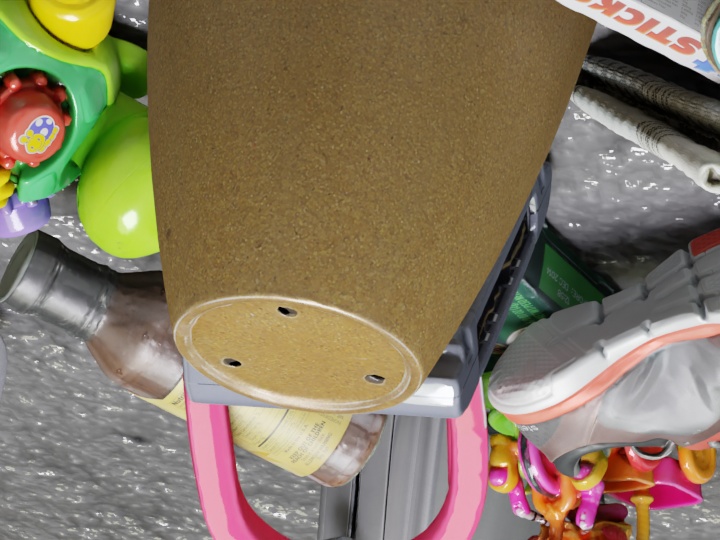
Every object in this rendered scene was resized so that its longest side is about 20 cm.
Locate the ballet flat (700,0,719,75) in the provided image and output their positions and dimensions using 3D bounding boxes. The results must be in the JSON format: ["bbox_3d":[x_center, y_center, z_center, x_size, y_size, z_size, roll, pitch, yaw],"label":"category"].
[{"bbox_3d":[0.212,-0.119,0.786,0.200,0.071,0.071,-25,137,31],"label":"ballet flat"}]

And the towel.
[{"bbox_3d":[0.192,-0.027,0.908,0.192,0.035,0.200,22,-174,-20],"label":"towel"}]

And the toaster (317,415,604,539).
[{"bbox_3d":[0.060,0.168,1.321,0.200,0.129,0.114,31,147,-32],"label":"toaster"}]

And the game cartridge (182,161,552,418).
[{"bbox_3d":[0.000,0.000,0.977,0.133,0.200,0.041,6,120,14],"label":"game cartridge"}]

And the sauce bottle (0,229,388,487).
[{"bbox_3d":[-0.083,0.040,1.124,0.200,0.065,0.065,29,147,-19],"label":"sauce bottle"}]

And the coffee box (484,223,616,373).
[{"bbox_3d":[0.024,0.024,1.159,0.200,0.044,0.123,-11,145,35],"label":"coffee box"}]

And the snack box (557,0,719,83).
[{"bbox_3d":[0.156,-0.099,0.856,0.200,0.072,0.024,24,151,-22],"label":"snack box"}]

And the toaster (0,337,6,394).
[{"bbox_3d":[-0.282,0.052,1.235,0.129,0.114,0.200,-5,147,23],"label":"toaster"}]

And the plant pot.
[{"bbox_3d":[-0.005,-0.054,0.865,0.186,0.200,0.186,8,153,4],"label":"plant pot"}]

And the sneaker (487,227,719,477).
[{"bbox_3d":[0.162,0.039,1.058,0.200,0.077,0.082,-22,116,24],"label":"sneaker"}]

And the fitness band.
[{"bbox_3d":[-0.011,0.073,1.094,0.143,0.037,0.200,-5,120,1],"label":"fitness band"}]

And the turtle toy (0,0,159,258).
[{"bbox_3d":[-0.152,-0.067,0.995,0.200,0.101,0.146,14,152,-5],"label":"turtle toy"}]

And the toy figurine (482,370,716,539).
[{"bbox_3d":[0.129,0.155,1.161,0.150,0.185,0.200,-12,161,35],"label":"toy figurine"}]
